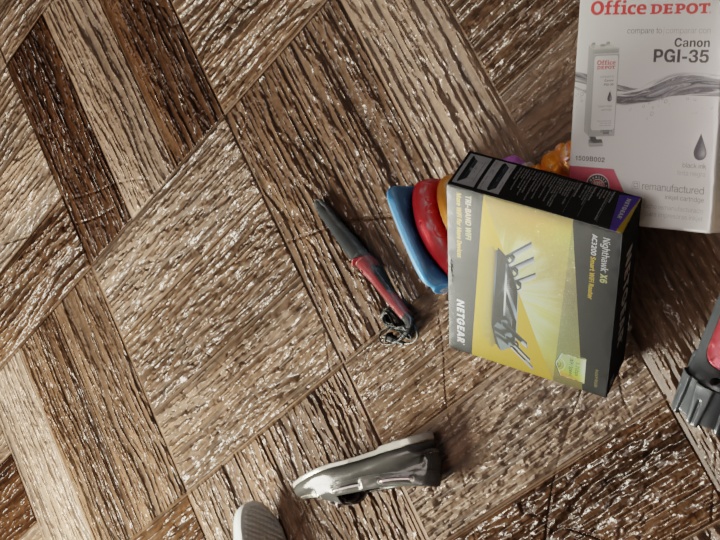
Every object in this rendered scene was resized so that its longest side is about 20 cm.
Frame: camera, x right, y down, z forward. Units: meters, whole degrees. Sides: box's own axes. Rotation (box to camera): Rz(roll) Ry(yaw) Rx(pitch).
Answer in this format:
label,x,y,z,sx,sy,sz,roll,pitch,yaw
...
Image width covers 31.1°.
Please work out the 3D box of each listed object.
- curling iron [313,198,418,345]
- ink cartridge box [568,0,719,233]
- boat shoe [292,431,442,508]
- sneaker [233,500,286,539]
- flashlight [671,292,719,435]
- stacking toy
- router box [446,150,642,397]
label,x,y,z,sx,sy,sz,roll,pitch,yaw
curling iron,0.000,0.000,1.378,0.050,0.025,0.201,-48,62,31
ink cartridge box,0.257,-0.140,1.091,0.146,0.082,0.202,9,100,42
boat shoe,0.004,0.224,1.369,0.199,0.067,0.058,-27,72,37
sneaker,-0.123,0.371,1.495,0.081,0.074,0.202,-20,79,38
flashlight,0.319,0.039,1.064,0.067,0.068,0.202,23,110,19
stacking toy,0.135,-0.068,1.213,0.199,0.116,0.111,-28,80,26
router box,0.156,0.006,1.129,0.156,0.052,0.201,17,137,22
